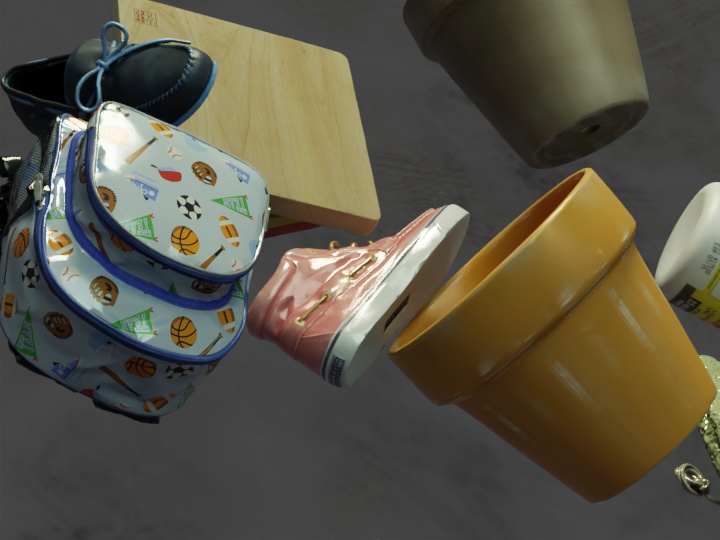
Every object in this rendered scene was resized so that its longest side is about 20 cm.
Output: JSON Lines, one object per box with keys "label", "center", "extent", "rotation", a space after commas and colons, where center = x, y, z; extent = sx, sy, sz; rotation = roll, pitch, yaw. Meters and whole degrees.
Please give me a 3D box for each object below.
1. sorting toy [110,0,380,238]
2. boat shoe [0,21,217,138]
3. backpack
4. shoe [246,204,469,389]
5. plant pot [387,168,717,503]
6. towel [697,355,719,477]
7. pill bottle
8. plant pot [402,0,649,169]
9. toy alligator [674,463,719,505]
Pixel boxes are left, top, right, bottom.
{"label": "sorting toy", "center": [-0.100, -0.103, 1.653], "extent": [0.198, 0.070, 0.201], "rotation": [13, 40, -22]}
{"label": "boat shoe", "center": [-0.188, -0.127, 1.531], "extent": [0.069, 0.199, 0.084], "rotation": [41, 52, -34]}
{"label": "backpack", "center": [-0.152, -0.003, 1.448], "extent": [0.199, 0.154, 0.191], "rotation": [21, 48, -17]}
{"label": "shoe", "center": [0.000, 0.000, 1.575], "extent": [0.091, 0.072, 0.200], "rotation": [27, 47, 16]}
{"label": "plant pot", "center": [0.153, 0.060, 1.554], "extent": [0.183, 0.200, 0.200], "rotation": [47, 38, -3]}
{"label": "towel", "center": [0.325, 0.132, 1.657], "extent": [0.148, 0.037, 0.200], "rotation": [23, 20, -8]}
{"label": "pill bottle", "center": [0.354, 0.017, 1.788], "extent": [0.199, 0.109, 0.109], "rotation": [28, 37, -3]}
{"label": "plant pot", "center": [0.159, -0.189, 1.853], "extent": [0.199, 0.200, 0.174], "rotation": [-12, 71, -42]}
{"label": "toy alligator", "center": [0.314, 0.203, 1.593], "extent": [0.059, 0.054, 0.200], "rotation": [-18, 58, -45]}
